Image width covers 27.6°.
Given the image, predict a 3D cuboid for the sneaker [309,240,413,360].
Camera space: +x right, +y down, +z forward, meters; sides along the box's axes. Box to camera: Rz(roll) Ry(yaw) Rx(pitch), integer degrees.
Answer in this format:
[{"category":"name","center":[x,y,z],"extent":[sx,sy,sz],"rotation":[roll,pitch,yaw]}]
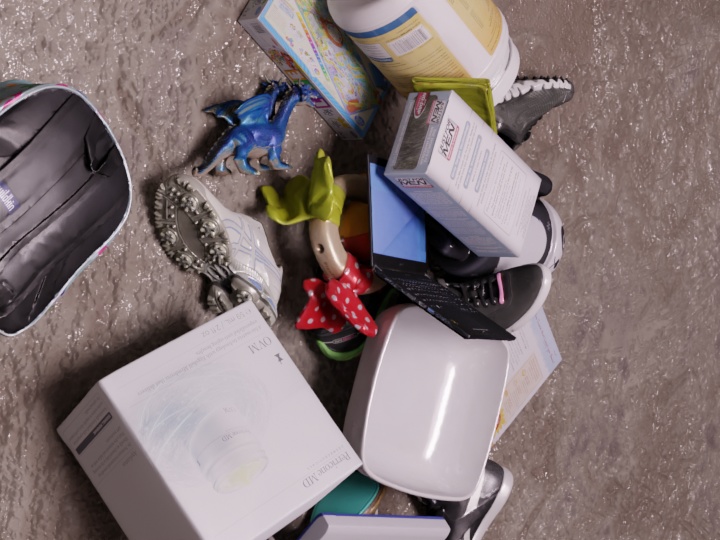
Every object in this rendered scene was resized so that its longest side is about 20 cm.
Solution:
[{"category":"sneaker","center":[0.000,0.000,1.632],"extent":[0.084,0.076,0.202],"rotation":[40,63,-44]}]

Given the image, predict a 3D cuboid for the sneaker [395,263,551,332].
[{"category":"sneaker","center":[0.122,0.035,1.684],"extent":[0.099,0.199,0.071],"rotation":[21,55,-39]}]

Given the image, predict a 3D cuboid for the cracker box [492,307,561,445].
[{"category":"cracker box","center":[0.161,0.117,1.821],"extent":[0.200,0.057,0.135],"rotation":[-44,123,-34]}]

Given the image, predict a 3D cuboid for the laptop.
[{"category":"laptop","center":[0.088,-0.020,1.573],"extent":[0.104,0.199,0.177],"rotation":[-58,159,10]}]

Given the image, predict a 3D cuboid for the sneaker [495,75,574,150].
[{"category":"sneaker","center":[0.194,-0.196,1.837],"extent":[0.199,0.066,0.092],"rotation":[-14,105,-41]}]

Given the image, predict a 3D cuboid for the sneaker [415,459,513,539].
[{"category":"sneaker","center":[0.089,0.304,1.758],"extent":[0.111,0.073,0.201],"rotation":[30,85,-16]}]

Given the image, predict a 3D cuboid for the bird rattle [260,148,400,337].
[{"category":"bird rattle","center":[-0.010,-0.030,1.553],"extent":[0.162,0.112,0.202],"rotation":[-22,86,-48]}]

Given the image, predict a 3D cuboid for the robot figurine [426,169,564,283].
[{"category":"robot figurine","center":[0.159,-0.044,1.760],"extent":[0.199,0.149,0.126],"rotation":[13,62,-45]}]

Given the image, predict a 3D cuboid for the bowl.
[{"category":"bowl","center":[0.062,0.144,1.619],"extent":[0.199,0.074,0.202],"rotation":[22,79,-41]}]

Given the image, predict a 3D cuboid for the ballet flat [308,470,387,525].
[{"category":"ballet flat","center":[0.008,0.241,1.672],"extent":[0.201,0.067,0.073],"rotation":[-61,150,-30]}]

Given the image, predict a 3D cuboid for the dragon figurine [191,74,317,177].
[{"category":"dragon figurine","center":[-0.120,-0.149,1.508],"extent":[0.199,0.058,0.101],"rotation":[-15,101,-48]}]

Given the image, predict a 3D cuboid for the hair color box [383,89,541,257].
[{"category":"hair color box","center":[0.114,-0.101,1.587],"extent":[0.200,0.060,0.100],"rotation":[38,63,-46]}]

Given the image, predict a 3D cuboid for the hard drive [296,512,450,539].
[{"category":"hard drive","center":[-0.006,0.321,1.624],"extent":[0.199,0.025,0.132],"rotation":[12,124,-46]}]

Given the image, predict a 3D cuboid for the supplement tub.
[{"category":"supplement tub","center":[0.072,-0.267,1.594],"extent":[0.200,0.144,0.146],"rotation":[43,62,-39]}]

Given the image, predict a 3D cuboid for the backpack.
[{"category":"backpack","center":[-0.302,-0.064,1.256],"extent":[0.200,0.150,0.178],"rotation":[-46,126,-26]}]

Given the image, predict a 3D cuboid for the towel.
[{"category":"towel","center":[0.108,-0.155,1.618],"extent":[0.200,0.085,0.018],"rotation":[71,21,-64]}]

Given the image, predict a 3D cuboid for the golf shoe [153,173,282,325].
[{"category":"golf shoe","center":[-0.141,-0.033,1.499],"extent":[0.201,0.078,0.098],"rotation":[62,34,-35]}]

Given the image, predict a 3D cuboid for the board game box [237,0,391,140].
[{"category":"board game box","center":[-0.036,-0.259,1.610],"extent":[0.200,0.034,0.135],"rotation":[47,60,-37]}]

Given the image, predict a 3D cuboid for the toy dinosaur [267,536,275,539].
[{"category":"toy dinosaur","center":[-0.137,0.252,1.498],"extent":[0.201,0.104,0.182],"rotation":[62,33,-15]}]

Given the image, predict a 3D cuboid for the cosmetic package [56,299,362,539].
[{"category":"cosmetic package","center":[-0.142,0.169,1.397],"extent":[0.199,0.123,0.201],"rotation":[-29,81,-42]}]
